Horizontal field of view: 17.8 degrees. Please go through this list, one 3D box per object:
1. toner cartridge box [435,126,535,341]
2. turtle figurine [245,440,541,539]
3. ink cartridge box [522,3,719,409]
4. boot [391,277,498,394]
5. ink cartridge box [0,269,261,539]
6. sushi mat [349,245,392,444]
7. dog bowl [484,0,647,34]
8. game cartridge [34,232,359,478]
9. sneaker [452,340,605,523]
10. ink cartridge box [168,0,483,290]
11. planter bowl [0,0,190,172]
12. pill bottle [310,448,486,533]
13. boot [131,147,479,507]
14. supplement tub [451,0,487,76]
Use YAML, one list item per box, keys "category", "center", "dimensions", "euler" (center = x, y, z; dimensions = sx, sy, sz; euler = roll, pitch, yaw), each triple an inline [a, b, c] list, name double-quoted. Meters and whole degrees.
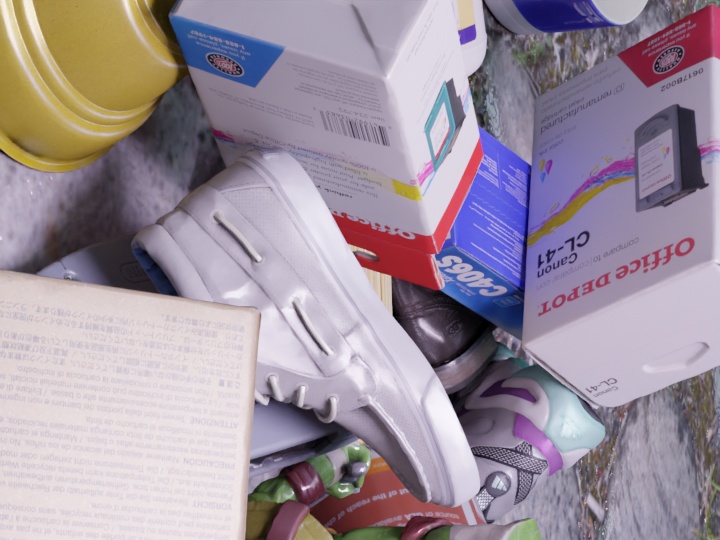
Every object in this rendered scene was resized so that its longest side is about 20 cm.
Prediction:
- category: "toner cartridge box"
  center: [0.089, -0.019, 1.408]
  dimensions: [0.200, 0.043, 0.095]
  euler: [32, 50, -50]
- category: "turtle figurine"
  center: [0.000, 0.166, 1.184]
  dimensions: [0.144, 0.193, 0.200]
  euler: [-59, 144, -35]
- category: "ink cartridge box"
  center: [0.178, -0.038, 1.370]
  dimensions: [0.086, 0.147, 0.200]
  euler: [37, 43, -32]
- category: "boot"
  center: [0.050, -0.037, 1.445]
  dimensions: [0.200, 0.069, 0.174]
  euler: [-59, 135, -50]
- category: "ink cartridge box"
  center: [-0.148, 0.085, 0.964]
  dimensions: [0.199, 0.075, 0.165]
  euler: [10, 80, -31]
- category: "sushi mat"
  center: [0.000, 0.000, 1.295]
  dimensions: [0.096, 0.012, 0.201]
  euler: [-5, 93, -68]
- category: "dog bowl"
  center: [0.144, -0.268, 1.613]
  dimensions: [0.200, 0.079, 0.201]
  euler: [4, 86, -62]
- category: "game cartridge"
  center: [-0.087, 0.043, 1.130]
  dimensions: [0.200, 0.042, 0.133]
  euler: [-12, 60, -52]
- category: "sneaker"
  center: [0.063, 0.116, 1.450]
  dimensions: [0.140, 0.200, 0.078]
  euler: [-40, 96, -8]
- category: "ink cartridge box"
  center: [-0.009, -0.077, 1.126]
  dimensions: [0.200, 0.116, 0.067]
  euler: [73, 39, -59]
- category: "planter bowl"
  center: [-0.117, -0.149, 1.108]
  dimensions: [0.200, 0.083, 0.201]
  euler: [4, 85, -62]
- category: "pill bottle"
  center: [0.034, 0.203, 1.271]
  dimensions: [0.112, 0.112, 0.200]
  euler: [57, 10, -46]
- category: "boot"
  center: [-0.030, 0.046, 1.103]
  dimensions: [0.095, 0.074, 0.200]
  euler: [-33, 92, -19]
- category: "supplement tub"
  center: [-0.013, -0.198, 1.242]
  dimensions: [0.145, 0.145, 0.201]
  euler: [-31, 116, -59]
